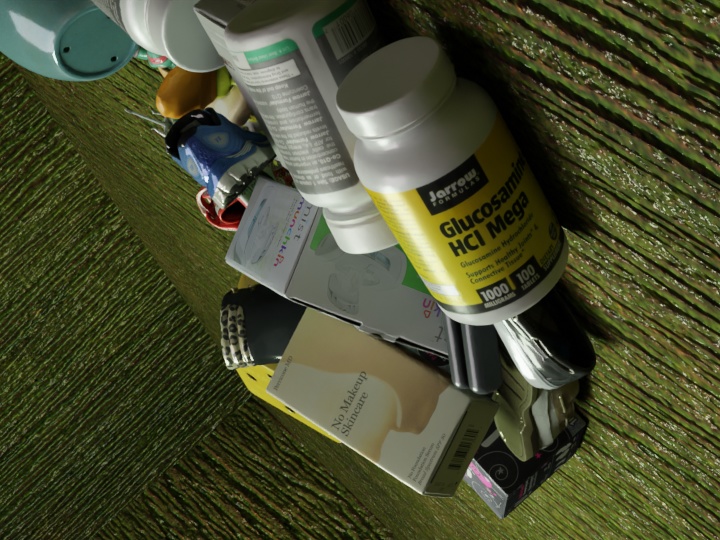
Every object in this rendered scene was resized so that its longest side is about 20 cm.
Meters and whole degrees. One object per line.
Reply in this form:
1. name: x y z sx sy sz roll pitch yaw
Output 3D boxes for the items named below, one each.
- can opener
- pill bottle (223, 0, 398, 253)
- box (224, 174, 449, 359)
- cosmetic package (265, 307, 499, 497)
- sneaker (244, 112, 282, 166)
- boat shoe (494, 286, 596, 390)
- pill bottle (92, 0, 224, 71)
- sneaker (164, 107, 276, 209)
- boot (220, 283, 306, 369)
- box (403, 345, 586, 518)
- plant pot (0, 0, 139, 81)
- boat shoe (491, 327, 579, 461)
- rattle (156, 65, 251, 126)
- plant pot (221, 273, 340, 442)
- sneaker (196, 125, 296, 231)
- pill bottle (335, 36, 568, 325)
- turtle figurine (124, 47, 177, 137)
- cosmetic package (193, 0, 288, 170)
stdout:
1. can opener: 0.075 0.013 1.298 0.053 0.067 0.202 12 114 57
2. pill bottle: -0.016 -0.121 1.167 0.113 0.113 0.201 28 147 62
3. box: 0.000 0.000 1.393 0.199 0.097 0.176 22 -179 -24
4. cosmetic package: 0.019 0.120 1.418 0.199 0.106 0.071 28 -176 30
5. sneaker: -0.107 -0.187 1.526 0.200 0.075 0.077 39 145 35
6. boat shoe: 0.129 0.010 1.246 0.056 0.069 0.201 -19 110 50
7. pill bottle: -0.183 -0.264 1.355 0.200 0.113 0.113 44 168 41
8. sneaker: -0.129 -0.116 1.400 0.089 0.079 0.200 44 -176 -4
9. boot: -0.069 0.006 1.553 0.073 0.153 0.205 33 -126 -66
10. box: 0.120 0.137 1.546 0.200 0.115 0.132 46 169 17
11. plant pot: -0.290 -0.270 1.521 0.135 0.199 0.200 57 175 35
12. boat shoe: 0.160 0.096 1.377 0.075 0.068 0.201 51 163 30
13. rattle: -0.187 -0.225 1.459 0.201 0.142 0.130 55 151 19
14. plant pot: -0.039 0.068 1.662 0.199 0.177 0.200 27 161 24
15. sneaker: -0.142 -0.109 1.552 0.201 0.108 0.068 31 146 32
16. pill bottle: 0.065 -0.065 1.093 0.200 0.112 0.112 56 167 -32
17. turtle figurine: -0.214 -0.217 1.730 0.150 0.100 0.200 60 -170 27
18. cosmetic package: -0.049 -0.162 1.295 0.107 0.090 0.201 33 158 45
